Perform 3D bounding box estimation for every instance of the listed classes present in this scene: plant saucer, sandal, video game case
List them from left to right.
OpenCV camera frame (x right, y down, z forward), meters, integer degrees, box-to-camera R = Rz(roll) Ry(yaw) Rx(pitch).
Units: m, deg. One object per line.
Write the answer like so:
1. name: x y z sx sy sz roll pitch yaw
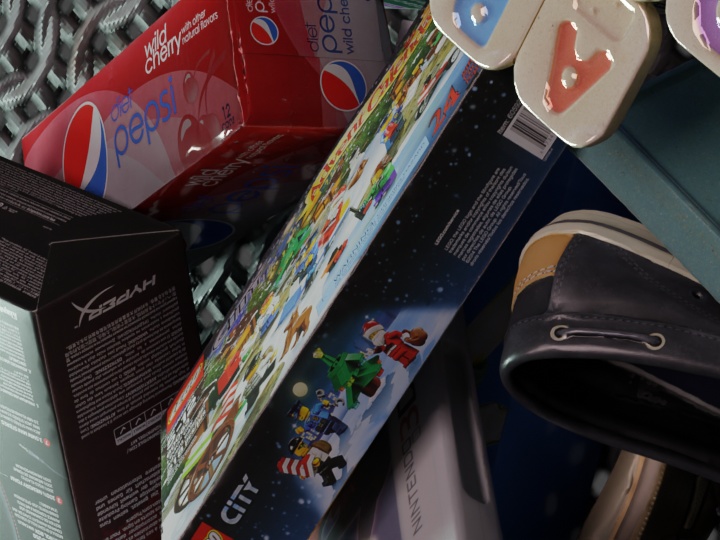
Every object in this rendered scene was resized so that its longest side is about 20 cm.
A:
1. video game case: -0.023 0.118 0.896 0.200 0.023 0.183 -52 22 24
2. sandal: 0.070 0.118 0.908 0.054 0.080 0.201 23 91 29
3. plant saucer: 0.145 0.004 0.775 0.200 0.070 0.019 50 154 31

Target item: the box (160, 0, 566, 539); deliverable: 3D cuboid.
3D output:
1. box: 0.000 0.000 0.883 0.200 0.038 0.137 -57 13 11

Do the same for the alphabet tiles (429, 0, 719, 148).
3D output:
1. alphabet tiles: 0.067 -0.145 0.752 0.200 0.015 0.196 45 123 31

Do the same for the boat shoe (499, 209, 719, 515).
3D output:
1. boat shoe: 0.131 0.049 0.795 0.199 0.075 0.062 25 55 9

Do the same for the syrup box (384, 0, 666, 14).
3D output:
1. syrup box: 0.042 -0.141 0.987 0.199 0.079 0.082 5 85 42

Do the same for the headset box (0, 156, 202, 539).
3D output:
1. headset box: -0.128 0.066 1.052 0.148 0.075 0.201 21 130 43

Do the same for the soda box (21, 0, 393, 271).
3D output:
1. soda box: -0.063 -0.052 1.025 0.200 0.070 0.064 -31 63 57

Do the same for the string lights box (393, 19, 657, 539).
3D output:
1. string lights box: 0.043 0.018 0.966 0.103 0.059 0.201 15 92 45
